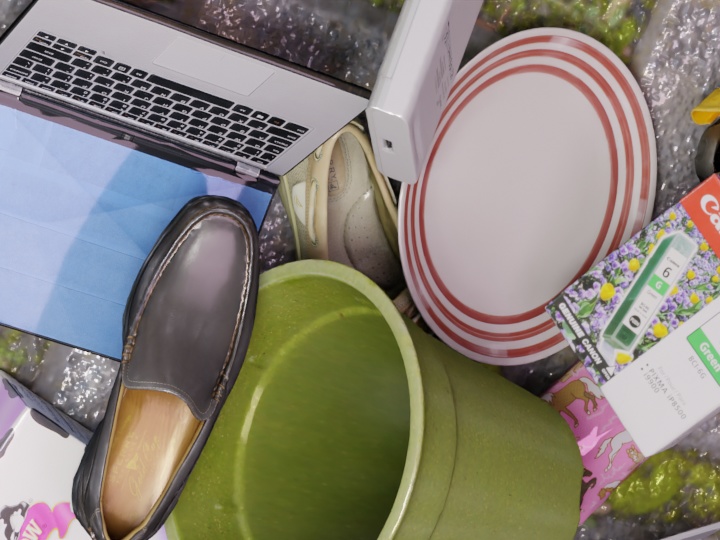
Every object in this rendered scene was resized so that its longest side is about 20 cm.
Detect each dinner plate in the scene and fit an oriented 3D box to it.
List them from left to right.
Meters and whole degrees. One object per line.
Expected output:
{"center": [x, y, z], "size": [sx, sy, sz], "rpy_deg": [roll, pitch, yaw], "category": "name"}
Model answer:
{"center": [0.095, -0.044, 1.603], "size": [0.199, 0.024, 0.202], "rpy_deg": [-11, 108, -37], "category": "dinner plate"}

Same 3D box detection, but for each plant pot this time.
{"center": [0.022, 0.111, 1.525], "size": [0.189, 0.200, 0.201], "rpy_deg": [16, 100, -45], "category": "plant pot"}

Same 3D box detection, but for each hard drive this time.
{"center": [0.051, -0.158, 1.480], "size": [0.026, 0.132, 0.201], "rpy_deg": [18, 78, 7], "category": "hard drive"}

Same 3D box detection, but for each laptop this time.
{"center": [-0.123, -0.042, 1.468], "size": [0.186, 0.200, 0.117], "rpy_deg": [18, 66, -21], "category": "laptop"}

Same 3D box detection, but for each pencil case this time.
{"center": [0.145, 0.097, 1.657], "size": [0.200, 0.087, 0.083], "rpy_deg": [-43, 82, -5], "category": "pencil case"}

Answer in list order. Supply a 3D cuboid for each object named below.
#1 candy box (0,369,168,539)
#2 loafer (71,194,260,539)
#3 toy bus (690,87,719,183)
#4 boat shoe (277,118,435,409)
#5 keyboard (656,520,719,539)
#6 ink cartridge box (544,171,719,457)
{"center": [-0.173, 0.182, 1.551], "size": [0.200, 0.072, 0.168], "rpy_deg": [36, 90, -29], "category": "candy box"}
{"center": [-0.099, 0.059, 1.460], "size": [0.072, 0.072, 0.201], "rpy_deg": [16, 97, -10], "category": "loafer"}
{"center": [0.325, -0.070, 1.662], "size": [0.192, 0.135, 0.200], "rpy_deg": [-45, 116, -19], "category": "toy bus"}
{"center": [0.002, -0.002, 1.572], "size": [0.073, 0.063, 0.202], "rpy_deg": [-20, 114, -16], "category": "boat shoe"}
{"center": [0.133, 0.189, 1.700], "size": [0.199, 0.056, 0.011], "rpy_deg": [-15, 72, -19], "category": "keyboard"}
{"center": [0.214, 0.006, 1.558], "size": [0.200, 0.050, 0.109], "rpy_deg": [-39, 78, 26], "category": "ink cartridge box"}
